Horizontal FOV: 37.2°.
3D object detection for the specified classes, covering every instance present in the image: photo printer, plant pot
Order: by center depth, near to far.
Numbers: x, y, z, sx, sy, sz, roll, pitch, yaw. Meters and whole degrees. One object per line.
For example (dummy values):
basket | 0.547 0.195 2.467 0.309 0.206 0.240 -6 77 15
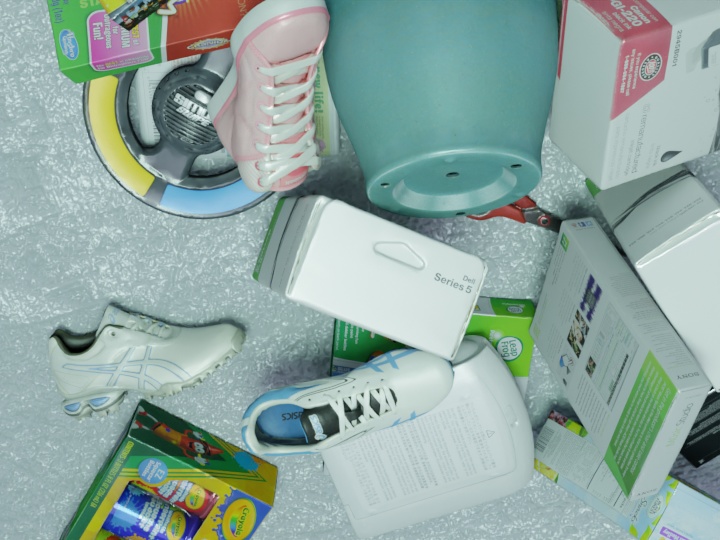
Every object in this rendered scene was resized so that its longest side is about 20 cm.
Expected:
plant pot | 0.064 -0.149 0.826 0.199 0.200 0.189 -5 72 3
photo printer | 0.063 0.157 1.029 0.199 0.070 0.167 -19 111 8

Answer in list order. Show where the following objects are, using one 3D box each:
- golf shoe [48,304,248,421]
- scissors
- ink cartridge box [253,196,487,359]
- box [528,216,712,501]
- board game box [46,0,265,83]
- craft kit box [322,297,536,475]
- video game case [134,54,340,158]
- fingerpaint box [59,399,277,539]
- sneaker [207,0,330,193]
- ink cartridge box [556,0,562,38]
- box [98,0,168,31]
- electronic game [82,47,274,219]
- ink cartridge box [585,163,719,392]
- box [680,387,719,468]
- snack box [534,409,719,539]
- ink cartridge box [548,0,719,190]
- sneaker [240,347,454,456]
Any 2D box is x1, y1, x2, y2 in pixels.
golf shoe | -0.212 0.075 1.039 0.199 0.078 0.098 -18 107 7
scissors | 0.160 -0.049 1.016 0.200 0.014 0.073 36 107 -16
ink cartridge box | 0.000 0.000 0.895 0.145 0.200 0.084 21 89 -13
box | 0.213 0.072 0.912 0.036 0.200 0.145 -8 136 -16
board game box | -0.157 -0.251 0.870 0.199 0.040 0.154 -13 84 3
craft kit box | 0.066 0.120 1.074 0.196 0.049 0.201 3 114 -4
video game case | -0.111 -0.197 0.944 0.181 0.022 0.201 -1 113 1
fingerpaint box | -0.207 0.263 1.120 0.166 0.073 0.200 29 111 -12
sneaker | -0.057 -0.125 0.818 0.075 0.200 0.105 -20 78 -26
ink cartridge box | 0.244 -0.209 0.924 0.145 0.048 0.201 -8 111 3
box | -0.187 -0.309 0.831 0.136 0.038 0.200 -35 84 6
electronic game | -0.143 -0.140 0.934 0.199 0.042 0.201 0 113 1
ink cartridge box | 0.283 -0.013 0.927 0.084 0.200 0.146 -33 110 14
box | 0.365 0.089 1.010 0.200 0.079 0.141 -35 138 14
snack box | 0.278 0.220 1.012 0.168 0.200 0.068 30 87 -24
ink cartridge box | 0.261 -0.166 0.850 0.199 0.085 0.146 -20 137 -16
sneaker | -0.011 0.123 0.943 0.199 0.073 0.072 -18 107 11
